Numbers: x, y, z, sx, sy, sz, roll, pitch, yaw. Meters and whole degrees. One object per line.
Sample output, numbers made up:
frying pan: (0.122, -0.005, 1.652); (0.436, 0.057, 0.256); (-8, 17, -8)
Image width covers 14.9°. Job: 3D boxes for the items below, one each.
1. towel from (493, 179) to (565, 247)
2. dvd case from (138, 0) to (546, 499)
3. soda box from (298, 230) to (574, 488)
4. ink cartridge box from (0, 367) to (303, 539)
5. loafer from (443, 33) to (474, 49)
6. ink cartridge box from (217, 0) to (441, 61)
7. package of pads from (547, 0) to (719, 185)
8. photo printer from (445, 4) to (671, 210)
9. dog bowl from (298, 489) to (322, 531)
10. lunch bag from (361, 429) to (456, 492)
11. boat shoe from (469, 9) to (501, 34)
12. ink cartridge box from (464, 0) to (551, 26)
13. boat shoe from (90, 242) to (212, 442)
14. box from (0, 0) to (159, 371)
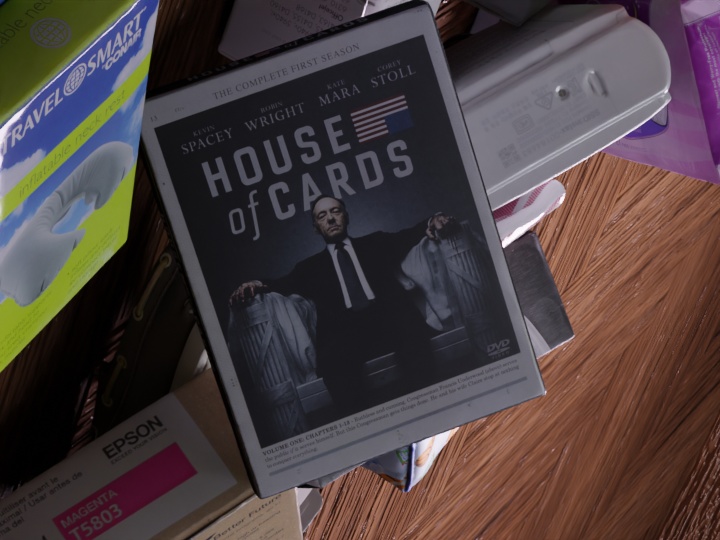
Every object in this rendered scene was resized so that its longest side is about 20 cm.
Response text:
towel: (0.000, 0.000, 1.498); (0.200, 0.030, 0.146); (-19, -170, 33)
dvd case: (-0.010, -0.010, 1.296); (0.150, 0.200, 0.025); (-20, -166, -8)
soda box: (0.021, 0.047, 1.498); (0.200, 0.071, 0.063); (-29, -167, -34)
ink cartridge box: (-0.129, 0.156, 1.387); (0.200, 0.075, 0.165); (-31, 157, -14)
loafer: (0.034, -0.051, 1.666); (0.063, 0.072, 0.200); (-35, 155, -48)
ink cartridge box: (-0.001, -0.156, 1.342); (0.116, 0.067, 0.200); (-36, 152, -59)
package of pads: (0.172, -0.125, 1.583); (0.076, 0.200, 0.121); (-22, 109, -20)
photo printer: (0.069, -0.085, 1.511); (0.166, 0.069, 0.200); (-30, -170, -7)
dog bowl: (-0.055, 0.107, 1.683); (0.200, 0.059, 0.200); (-52, 165, -21)
lunch bag: (0.046, 0.051, 1.889); (0.160, 0.076, 0.200); (-54, 164, -28)
boat shoe: (0.099, -0.127, 1.727); (0.199, 0.068, 0.074); (-62, 165, 10)
ink cartridge box: (0.119, -0.244, 1.536); (0.200, 0.083, 0.145); (-43, 158, -48)
boat shoe: (-0.101, 0.057, 1.417); (0.072, 0.060, 0.202); (-22, 153, -41)
box: (-0.138, -0.050, 1.137); (0.122, 0.048, 0.200); (-49, 163, -36)
